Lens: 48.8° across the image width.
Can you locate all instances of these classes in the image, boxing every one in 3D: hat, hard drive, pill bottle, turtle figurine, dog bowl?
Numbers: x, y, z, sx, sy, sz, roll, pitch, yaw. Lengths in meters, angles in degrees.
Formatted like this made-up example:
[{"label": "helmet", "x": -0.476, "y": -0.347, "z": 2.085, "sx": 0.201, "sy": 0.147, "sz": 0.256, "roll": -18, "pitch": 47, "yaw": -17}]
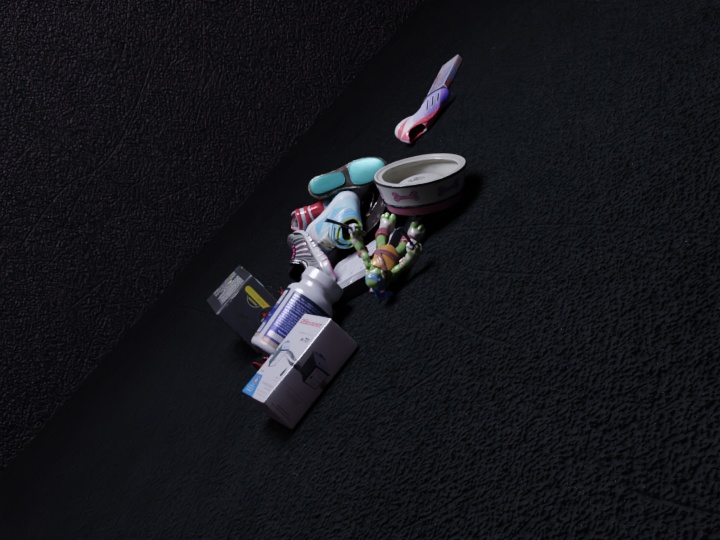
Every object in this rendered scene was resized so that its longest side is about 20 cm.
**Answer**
[{"label": "hat", "x": 0.034, "y": -0.139, "z": 1.869, "sx": 0.200, "sy": 0.080, "sz": 0.203, "roll": -41, "pitch": 36, "yaw": 39}, {"label": "hard drive", "x": 0.000, "y": 0.000, "z": 1.735, "sx": 0.199, "sy": 0.038, "sz": 0.141, "roll": -29, "pitch": 24, "yaw": 39}, {"label": "pill bottle", "x": -0.127, "y": 0.099, "z": 1.647, "sx": 0.201, "sy": 0.115, "sz": 0.115, "roll": -55, "pitch": 20, "yaw": -13}, {"label": "turtle figurine", "x": 0.056, "y": -0.066, "z": 1.557, "sx": 0.142, "sy": 0.203, "sz": 0.194, "roll": -15, "pitch": 22, "yaw": 28}, {"label": "dog bowl", "x": 0.129, "y": -0.179, "z": 1.662, "sx": 0.196, "sy": 0.075, "sz": 0.201, "roll": -10, "pitch": 24, "yaw": 4}]

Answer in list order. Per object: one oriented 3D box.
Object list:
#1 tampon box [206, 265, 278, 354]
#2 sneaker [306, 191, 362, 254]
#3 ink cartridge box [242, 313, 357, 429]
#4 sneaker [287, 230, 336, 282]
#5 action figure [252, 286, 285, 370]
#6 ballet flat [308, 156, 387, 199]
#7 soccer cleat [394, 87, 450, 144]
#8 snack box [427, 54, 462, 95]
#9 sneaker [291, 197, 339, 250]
[{"label": "tampon box", "x": -0.275, "y": 0.092, "z": 1.957, "sx": 0.126, "sy": 0.150, "sz": 0.200, "roll": -47, "pitch": 18, "yaw": -6}, {"label": "sneaker", "x": -0.066, "y": -0.075, "z": 1.824, "sx": 0.201, "sy": 0.079, "sz": 0.132, "roll": -54, "pitch": 29, "yaw": 27}, {"label": "ink cartridge box", "x": -0.116, "y": 0.188, "z": 1.510, "sx": 0.201, "sy": 0.086, "sz": 0.146, "roll": -52, "pitch": 19, "yaw": -16}, {"label": "sneaker", "x": -0.133, "y": -0.022, "z": 1.792, "sx": 0.086, "sy": 0.075, "sz": 0.200, "roll": -27, "pitch": 41, "yaw": -15}, {"label": "action figure", "x": -0.196, "y": 0.124, "z": 1.812, "sx": 0.065, "sy": 0.099, "sz": 0.201, "roll": -25, "pitch": 24, "yaw": 42}, {"label": "ballet flat", "x": -0.025, "y": -0.213, "z": 1.852, "sx": 0.197, "sy": 0.069, "sz": 0.075, "roll": -17, "pitch": -12, "yaw": 12}, {"label": "soccer cleat", "x": 0.187, "y": -0.433, "z": 2.234, "sx": 0.199, "sy": 0.068, "sz": 0.073, "roll": -42, "pitch": 42, "yaw": -2}, {"label": "snack box", "x": 0.264, "y": -0.603, "z": 2.472, "sx": 0.071, "sy": 0.024, "sz": 0.201, "roll": -29, "pitch": 24, "yaw": 39}, {"label": "sneaker", "x": -0.108, "y": -0.102, "z": 1.950, "sx": 0.110, "sy": 0.201, "sz": 0.072, "roll": -17, "pitch": 61, "yaw": -1}]
